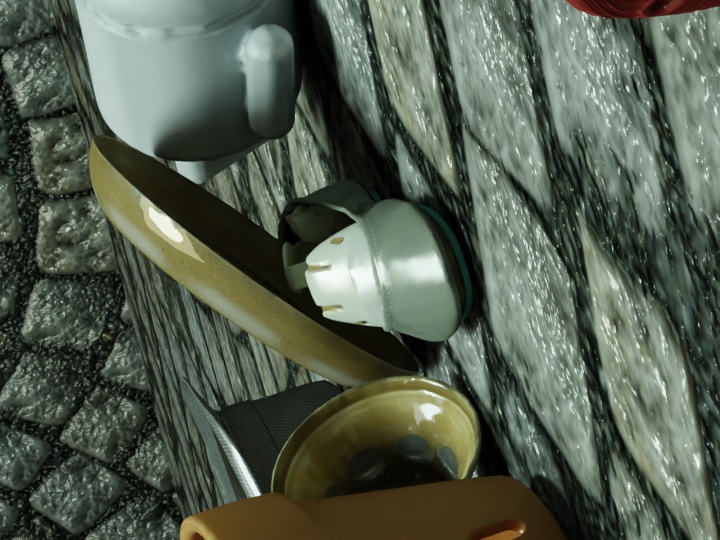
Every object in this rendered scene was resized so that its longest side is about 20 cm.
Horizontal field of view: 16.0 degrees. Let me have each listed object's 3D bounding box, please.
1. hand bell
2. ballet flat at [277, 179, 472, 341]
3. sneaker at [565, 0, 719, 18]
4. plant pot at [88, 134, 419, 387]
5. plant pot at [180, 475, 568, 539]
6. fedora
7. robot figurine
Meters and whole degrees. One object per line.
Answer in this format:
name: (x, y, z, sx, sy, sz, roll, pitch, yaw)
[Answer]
hand bell: (0.042, 0.157, 1.240, 0.201, 0.104, 0.104, 63, 179, -38)
ballet flat: (0.000, 0.000, 1.184, 0.200, 0.063, 0.068, -145, 39, -76)
sneaker: (0.068, -0.150, 0.502, 0.200, 0.078, 0.116, 106, 157, -52)
plant pot: (-0.058, 0.001, 1.276, 0.200, 0.028, 0.200, 36, -175, -4)
plant pot: (0.023, 0.173, 1.074, 0.200, 0.139, 0.201, 159, 90, -76)
fedora: (-0.027, 0.138, 1.529, 0.177, 0.090, 0.201, 107, 139, -77)
robot figurine: (-0.090, -0.137, 1.326, 0.169, 0.113, 0.201, 39, 154, 29)
